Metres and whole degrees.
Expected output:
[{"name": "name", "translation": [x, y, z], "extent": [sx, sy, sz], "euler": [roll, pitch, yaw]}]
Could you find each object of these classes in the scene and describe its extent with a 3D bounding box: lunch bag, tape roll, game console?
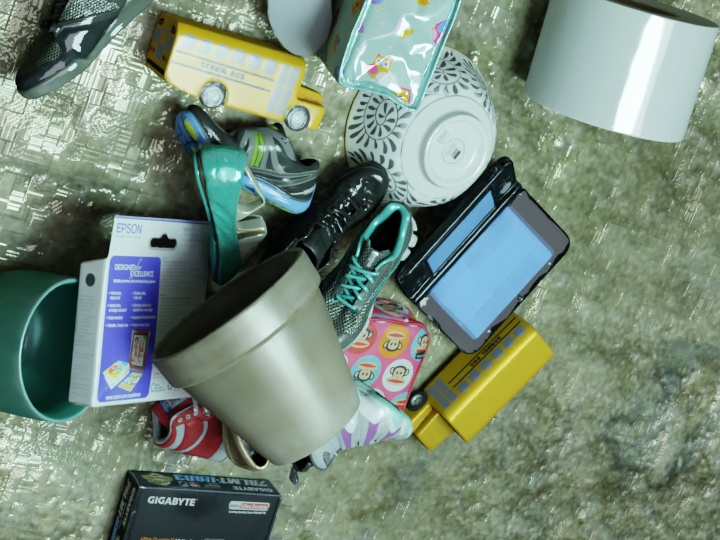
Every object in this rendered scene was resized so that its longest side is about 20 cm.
[{"name": "lunch bag", "translation": [0.036, -0.292, 1.636], "extent": [0.121, 0.171, 0.202], "euler": [15, 105, -14]}, {"name": "tape roll", "translation": [0.305, -0.248, 1.796], "extent": [0.201, 0.203, 0.141], "euler": [6, 109, -31]}, {"name": "lunch bag", "translation": [-0.028, 0.117, 1.857], "extent": [0.198, 0.082, 0.178], "euler": [10, 111, -31]}, {"name": "game console", "translation": [0.153, -0.015, 1.866], "extent": [0.200, 0.116, 0.176], "euler": [-48, 167, -3]}]

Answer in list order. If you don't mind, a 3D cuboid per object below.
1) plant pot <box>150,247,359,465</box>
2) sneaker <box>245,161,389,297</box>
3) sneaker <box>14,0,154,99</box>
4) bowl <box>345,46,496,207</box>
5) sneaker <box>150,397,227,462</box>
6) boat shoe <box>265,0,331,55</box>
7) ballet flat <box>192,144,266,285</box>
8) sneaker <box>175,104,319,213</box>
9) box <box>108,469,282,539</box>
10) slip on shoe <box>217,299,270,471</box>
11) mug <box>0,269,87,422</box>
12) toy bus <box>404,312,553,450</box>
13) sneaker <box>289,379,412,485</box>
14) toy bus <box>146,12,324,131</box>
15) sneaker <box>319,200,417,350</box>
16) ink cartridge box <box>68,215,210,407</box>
[{"name": "plant pot", "translation": [-0.095, 0.103, 1.621], "extent": [0.199, 0.200, 0.174], "euler": [-36, 102, -10]}, {"name": "sneaker", "translation": [-0.046, -0.038, 1.734], "extent": [0.199, 0.104, 0.060], "euler": [-35, 113, 12]}, {"name": "sneaker", "translation": [-0.292, -0.269, 1.528], "extent": [0.200, 0.076, 0.114], "euler": [-47, 125, -6]}, {"name": "bowl", "translation": [0.090, -0.153, 1.785], "extent": [0.199, 0.094, 0.203], "euler": [-13, 118, -25]}, {"name": "sneaker", "translation": [-0.174, 0.128, 1.779], "extent": [0.112, 0.071, 0.202], "euler": [14, 107, -37]}, {"name": "boat shoe", "translation": [-0.081, -0.329, 1.624], "extent": [0.071, 0.066, 0.202], "euler": [-18, 120, 5]}, {"name": "ballet flat", "translation": [-0.136, -0.056, 1.654], "extent": [0.069, 0.068, 0.201], "euler": [-5, 138, -2]}, {"name": "sneaker", "translation": [-0.124, -0.135, 1.694], "extent": [0.199, 0.070, 0.083], "euler": [29, 85, -38]}, {"name": "box", "translation": [-0.214, 0.347, 1.874], "extent": [0.198, 0.050, 0.201], "euler": [9, 108, -33]}, {"name": "slip on shoe", "translation": [-0.130, 0.128, 1.727], "extent": [0.075, 0.061, 0.203], "euler": [-5, 100, -20]}, {"name": "mug", "translation": [-0.344, 0.082, 1.624], "extent": [0.185, 0.113, 0.154], "euler": [43, 59, -57]}, {"name": "toy bus", "translation": [0.147, 0.147, 1.957], "extent": [0.200, 0.078, 0.065], "euler": [-45, 126, -4]}, {"name": "sneaker", "translation": [-0.032, 0.193, 1.778], "extent": [0.199, 0.078, 0.141], "euler": [33, 90, -44]}, {"name": "toy bus", "translation": [-0.129, -0.211, 1.651], "extent": [0.198, 0.065, 0.079], "euler": [12, 104, -33]}, {"name": "sneaker", "translation": [0.000, 0.000, 1.742], "extent": [0.077, 0.091, 0.201], "euler": [28, 73, 4]}, {"name": "ink cartridge box", "translation": [-0.234, 0.041, 1.655], "extent": [0.198, 0.043, 0.203], "euler": [3, 96, -63]}]
